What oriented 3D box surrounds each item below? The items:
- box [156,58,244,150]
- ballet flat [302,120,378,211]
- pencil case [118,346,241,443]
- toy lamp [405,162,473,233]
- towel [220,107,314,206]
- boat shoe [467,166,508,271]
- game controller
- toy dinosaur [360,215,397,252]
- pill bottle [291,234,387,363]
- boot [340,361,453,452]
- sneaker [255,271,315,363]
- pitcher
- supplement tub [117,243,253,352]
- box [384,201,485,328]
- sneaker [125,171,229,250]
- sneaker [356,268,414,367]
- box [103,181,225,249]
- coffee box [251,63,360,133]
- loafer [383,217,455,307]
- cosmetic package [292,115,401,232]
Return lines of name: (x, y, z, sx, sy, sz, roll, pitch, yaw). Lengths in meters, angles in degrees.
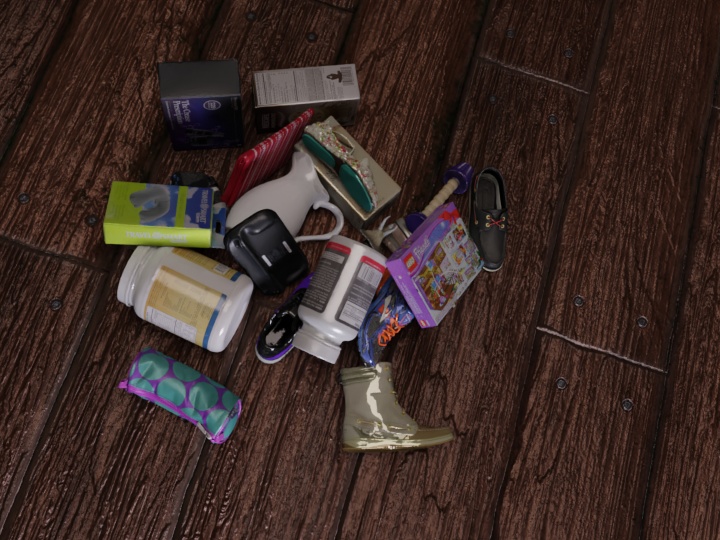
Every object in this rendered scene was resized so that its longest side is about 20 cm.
box: (-0.286, -0.299, 1.414, 0.140, 0.200, 0.080, -8, 74, -8)
ballet flat: (-0.023, -0.200, 1.411, 0.064, 0.076, 0.200, -40, 85, -23)
pencil case: (-0.302, 0.214, 1.320, 0.199, 0.085, 0.093, 29, 43, 3)
toy lamp: (0.158, -0.141, 1.477, 0.058, 0.058, 0.200, 37, 54, 4)
towel: (-0.168, -0.207, 1.401, 0.022, 0.145, 0.200, 42, 51, 4)
boat shoe: (0.249, -0.101, 1.498, 0.073, 0.063, 0.203, 1, 75, -10)
game controller: (-0.161, -0.029, 1.354, 0.104, 0.200, 0.042, -40, 55, -7)
toy dinosaur: (0.000, 0.000, 1.414, 0.076, 0.102, 0.201, 18, 71, -1)
pill bottle: (-0.040, 0.050, 1.314, 0.110, 0.111, 0.201, 24, 84, 1)
boot: (0.063, 0.239, 1.369, 0.198, 0.072, 0.156, -1, 71, -7)
sneaker: (-0.111, 0.077, 1.375, 0.069, 0.100, 0.201, 35, 74, 6)
pitcher: (-0.136, -0.093, 1.426, 0.200, 0.121, 0.172, -44, 103, -23)
supplement tub: (-0.302, 0.039, 1.341, 0.199, 0.145, 0.146, 25, 72, 1)
box: (0.136, -0.013, 1.364, 0.200, 0.039, 0.137, -45, 112, -42)
sneaker: (-0.353, -0.117, 1.426, 0.199, 0.073, 0.112, -22, 73, -20)
sneaker: (0.052, 0.081, 1.370, 0.078, 0.075, 0.201, 12, 64, 26)
box: (-0.332, -0.095, 1.333, 0.198, 0.048, 0.122, 3, 42, -11)
coffee box: (-0.108, -0.331, 1.493, 0.198, 0.114, 0.080, -7, 75, -8)
loafer: (0.105, -0.003, 1.453, 0.063, 0.072, 0.201, -31, 73, 2)
cosmetic package: (-0.028, -0.184, 1.481, 0.103, 0.073, 0.200, -42, 83, -16)
